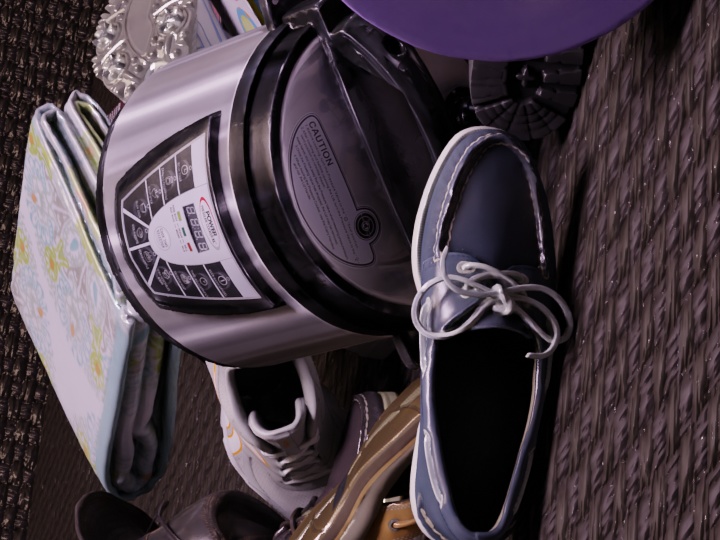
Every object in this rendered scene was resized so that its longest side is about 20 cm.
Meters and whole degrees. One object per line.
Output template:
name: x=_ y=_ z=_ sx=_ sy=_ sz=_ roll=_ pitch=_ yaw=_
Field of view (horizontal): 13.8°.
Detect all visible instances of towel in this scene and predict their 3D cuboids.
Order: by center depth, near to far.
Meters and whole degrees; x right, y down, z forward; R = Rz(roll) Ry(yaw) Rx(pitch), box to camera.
towel: x=-0.155 y=0.016 z=1.767 sx=0.200 sy=0.048 sz=0.172 roll=106 pitch=145 yaw=-51

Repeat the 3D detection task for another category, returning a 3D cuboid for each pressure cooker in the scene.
pressure cooker: x=-0.019 y=-0.048 z=1.525 sx=0.200 sy=0.176 sz=0.179 roll=-14 pitch=54 yaw=49

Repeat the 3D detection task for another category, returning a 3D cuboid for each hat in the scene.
hat: x=-0.074 y=0.178 z=1.742 sx=0.081 sy=0.201 sz=0.201 roll=-44 pitch=17 yaw=7

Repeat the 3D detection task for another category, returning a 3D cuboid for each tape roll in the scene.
tape roll: x=0.058 y=-0.198 z=1.294 sx=0.085 sy=0.199 sz=0.201 roll=-106 pitch=30 yaw=-68

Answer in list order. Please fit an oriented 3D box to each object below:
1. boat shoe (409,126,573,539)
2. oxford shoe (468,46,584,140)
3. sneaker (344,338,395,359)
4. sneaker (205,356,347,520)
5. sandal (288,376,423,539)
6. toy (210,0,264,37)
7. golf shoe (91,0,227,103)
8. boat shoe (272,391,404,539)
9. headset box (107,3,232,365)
boat shoe: x=0.057 y=0.030 z=1.384 sx=0.062 sy=0.074 sz=0.201 roll=154 pitch=126 yaw=-79
oxford shoe: x=0.087 y=-0.172 z=1.457 sx=0.085 sy=0.072 sz=0.201 roll=-98 pitch=23 yaw=-66
sneaker: x=0.000 y=0.000 z=1.691 sx=0.200 sy=0.084 sz=0.073 roll=127 pitch=155 yaw=-63
sneaker: x=-0.047 y=0.088 z=1.699 sx=0.092 sy=0.075 sz=0.201 roll=-112 pitch=-2 yaw=-54
sandal: x=0.018 y=0.115 z=1.523 sx=0.200 sy=0.054 sz=0.080 roll=-54 pitch=6 yaw=21
toy: x=-0.041 y=-0.129 z=1.707 sx=0.201 sy=0.047 sz=0.115 roll=64 pitch=171 yaw=4
golf shoe: x=-0.094 y=-0.101 z=1.712 sx=0.078 sy=0.097 sz=0.201 roll=-36 pitch=43 yaw=21
boat shoe: x=-0.020 y=0.162 z=1.658 sx=0.073 sy=0.064 sz=0.201 roll=158 pitch=123 yaw=-77
headset box: x=-0.086 y=-0.064 z=1.888 sx=0.200 sy=0.149 sz=0.077 roll=-46 pitch=19 yaw=15
